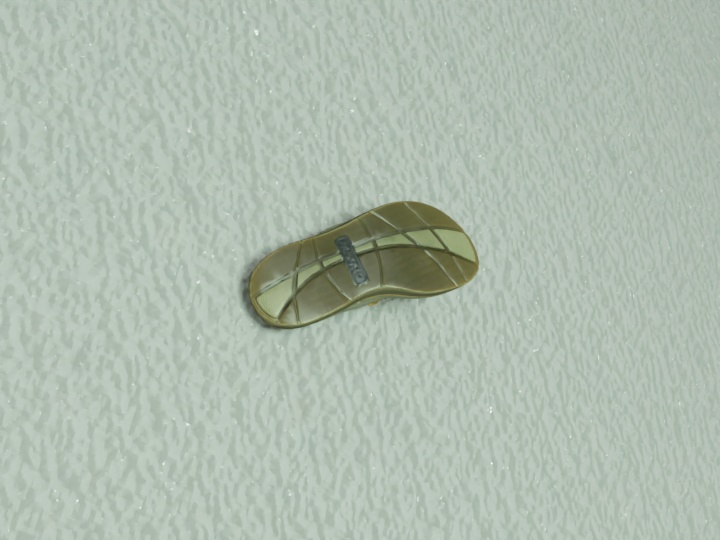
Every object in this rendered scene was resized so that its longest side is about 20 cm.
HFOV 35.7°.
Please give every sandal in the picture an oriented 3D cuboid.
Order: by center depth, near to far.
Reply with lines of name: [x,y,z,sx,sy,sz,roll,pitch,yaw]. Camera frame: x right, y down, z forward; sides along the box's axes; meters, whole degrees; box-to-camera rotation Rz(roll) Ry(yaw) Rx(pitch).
sandal: [0.000,0.000,0.871,0.198,0.054,0.081,-17,78,-26]
